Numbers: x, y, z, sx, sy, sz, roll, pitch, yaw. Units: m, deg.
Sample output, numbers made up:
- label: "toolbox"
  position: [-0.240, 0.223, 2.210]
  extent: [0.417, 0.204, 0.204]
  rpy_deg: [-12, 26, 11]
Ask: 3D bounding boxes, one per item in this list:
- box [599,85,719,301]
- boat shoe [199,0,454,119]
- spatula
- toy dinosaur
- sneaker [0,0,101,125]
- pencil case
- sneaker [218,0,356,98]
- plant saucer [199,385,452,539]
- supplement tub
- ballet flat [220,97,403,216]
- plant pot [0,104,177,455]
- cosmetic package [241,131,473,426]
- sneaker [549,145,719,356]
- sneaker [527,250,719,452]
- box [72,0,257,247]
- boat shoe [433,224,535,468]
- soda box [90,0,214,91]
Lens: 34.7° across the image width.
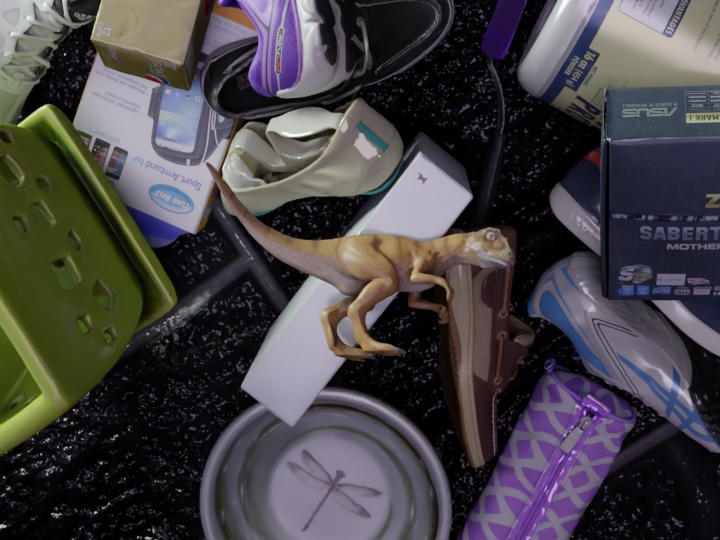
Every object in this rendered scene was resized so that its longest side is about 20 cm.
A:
- label: "box"
  position: [0.251, -0.045, 0.728]
  extent: [0.196, 0.052, 0.159]
  rpy_deg: [0, 141, 11]
- label: "boat shoe"
  position: [-0.017, -0.154, 0.825]
  extent: [0.198, 0.064, 0.072]
  rpy_deg: [-24, 113, -7]
- label: "spatula"
  position: [0.100, -0.118, 0.853]
  extent: [0.020, 0.057, 0.203]
  rpy_deg: [1, 107, -12]
- label: "toy dinosaur"
  position: [-0.004, 0.000, 0.731]
  extent: [0.196, 0.060, 0.108]
  rpy_deg: [5, 79, -3]
- label: "sneaker"
  position: [-0.237, -0.176, 0.835]
  extent: [0.114, 0.075, 0.204]
  rpy_deg: [18, 101, 27]
- label: "pencil case"
  position: [0.137, 0.171, 0.881]
  extent: [0.083, 0.086, 0.202]
  rpy_deg: [23, 103, -4]
- label: "sneaker"
  position: [-0.060, -0.213, 0.764]
  extent: [0.082, 0.080, 0.203]
  rpy_deg: [-11, 76, 21]
- label: "plant saucer"
  position: [-0.026, 0.180, 0.909]
  extent: [0.196, 0.050, 0.204]
  rpy_deg: [1, 105, 4]
- label: "supplement tub"
  position: [0.222, -0.147, 0.784]
  extent: [0.198, 0.145, 0.147]
  rpy_deg: [27, 102, 0]
- label: "ballet flat"
  position: [-0.052, -0.083, 0.810]
  extent: [0.198, 0.069, 0.071]
  rpy_deg: [-7, 103, 47]
- label: "plant pot"
  position: [-0.260, 0.009, 0.815]
  extent: [0.198, 0.181, 0.202]
  rpy_deg: [-28, 97, 33]
- label: "cosmetic package"
  position: [0.000, 0.000, 0.827]
  extent: [0.051, 0.151, 0.201]
  rpy_deg: [37, 102, -3]
- label: "sneaker"
  position: [0.235, -0.017, 0.842]
  extent: [0.199, 0.075, 0.085]
  rpy_deg: [40, 106, -3]
- label: "sneaker"
  position: [0.210, 0.066, 0.871]
  extent: [0.200, 0.072, 0.072]
  rpy_deg: [43, 134, -10]
- label: "box"
  position: [-0.149, -0.123, 0.875]
  extent: [0.118, 0.042, 0.202]
  rpy_deg: [23, 104, 0]
- label: "boat shoe"
  position: [0.097, 0.057, 0.858]
  extent: [0.071, 0.072, 0.203]
  rpy_deg: [-10, 116, -6]
- label: "soda box"
  position: [-0.127, -0.236, 0.806]
  extent: [0.067, 0.064, 0.203]
  rpy_deg: [15, 82, -3]
